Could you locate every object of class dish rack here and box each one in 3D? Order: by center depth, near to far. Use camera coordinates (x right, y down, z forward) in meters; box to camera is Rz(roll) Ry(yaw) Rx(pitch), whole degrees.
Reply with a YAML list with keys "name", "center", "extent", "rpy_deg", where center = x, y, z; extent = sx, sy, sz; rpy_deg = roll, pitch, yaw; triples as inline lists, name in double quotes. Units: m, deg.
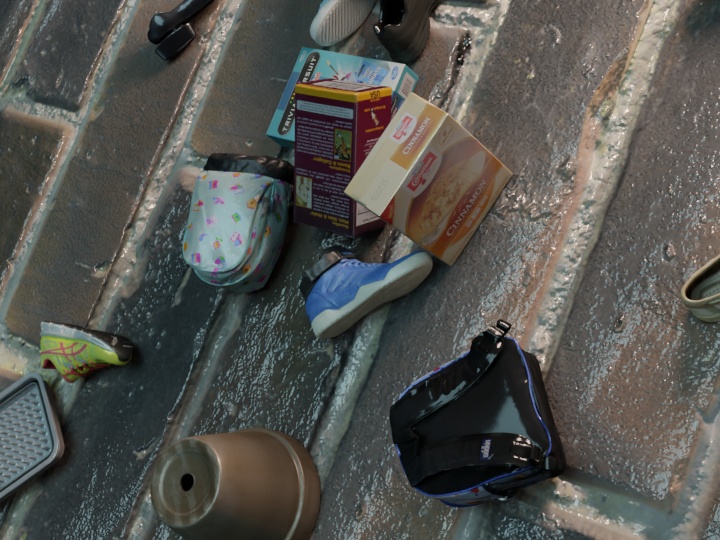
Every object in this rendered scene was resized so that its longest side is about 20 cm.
- name: "dish rack"
  center: [-0.558, 0.278, 1.885]
  extent: [0.200, 0.044, 0.172]
  rpy_deg: [-35, 56, 17]

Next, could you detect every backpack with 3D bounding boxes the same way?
- name: "backpack"
  center: [0.139, 0.192, 1.409]
  extent: [0.190, 0.154, 0.200]
  rpy_deg: [-22, 55, 15]
- name: "backpack"
  center: [-0.184, -0.070, 1.729]
  extent: [0.166, 0.127, 0.201]
  rpy_deg: [5, 78, 30]

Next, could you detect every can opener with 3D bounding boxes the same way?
- name: "can opener"
  center: [-0.283, -0.447, 1.986]
  extent: [0.200, 0.079, 0.063]
  rpy_deg: [-42, 17, 9]

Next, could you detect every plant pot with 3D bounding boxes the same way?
- name: "plant pot"
  center: [-0.180, 0.295, 1.559]
  extent: [0.200, 0.173, 0.201]
  rpy_deg: [-12, 65, 28]

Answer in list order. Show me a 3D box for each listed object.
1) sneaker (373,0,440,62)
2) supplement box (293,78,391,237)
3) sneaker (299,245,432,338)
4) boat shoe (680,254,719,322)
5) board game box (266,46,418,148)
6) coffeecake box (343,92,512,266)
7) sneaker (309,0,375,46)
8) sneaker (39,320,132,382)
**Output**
- name: "sneaker"
  center: [0.075, -0.411, 1.715]
  extent: [0.076, 0.091, 0.201]
  rpy_deg: [6, 75, 36]
- name: "supplement box"
  center: [-0.026, -0.159, 1.632]
  extent: [0.110, 0.086, 0.201]
  rpy_deg: [15, 112, 35]
- name: "sneaker"
  center: [-0.001, 0.000, 1.614]
  extent: [0.200, 0.077, 0.111]
  rpy_deg: [-34, 66, 25]
- name: "boat shoe"
  center: [0.458, -0.013, 1.335]
  extent: [0.200, 0.065, 0.072]
  rpy_deg: [-34, 57, 17]
- name: "board game box"
  center: [-0.030, -0.245, 1.745]
  extent: [0.200, 0.047, 0.151]
  rpy_deg: [17, 82, 35]
- name: "coffeecake box"
  center: [0.092, -0.114, 1.523]
  extent: [0.073, 0.200, 0.154]
  rpy_deg: [36, 93, 37]
- name: "sneaker"
  center: [-0.022, -0.434, 1.802]
  extent: [0.082, 0.074, 0.200]
  rpy_deg: [32, 80, 39]
- name: "sneaker"
  center: [-0.435, 0.136, 1.849]
  extent: [0.200, 0.078, 0.091]
  rpy_deg: [8, 84, 40]
